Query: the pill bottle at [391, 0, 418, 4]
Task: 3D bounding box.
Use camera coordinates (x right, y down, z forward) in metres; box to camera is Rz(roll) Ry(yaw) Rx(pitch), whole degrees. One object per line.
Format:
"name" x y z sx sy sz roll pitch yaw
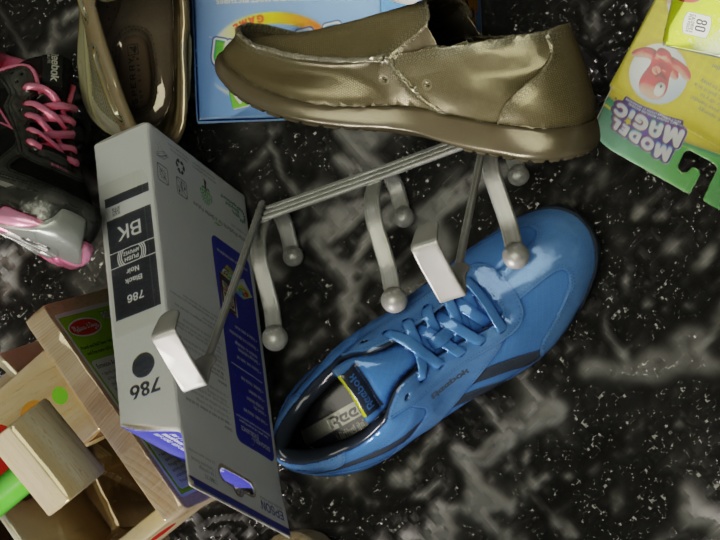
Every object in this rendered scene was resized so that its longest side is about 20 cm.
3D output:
"pill bottle" 0.050 -0.228 1.022 0.111 0.111 0.201 33 80 13

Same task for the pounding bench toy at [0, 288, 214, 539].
"pounding bench toy" -0.170 0.110 1.127 0.156 0.200 0.125 -39 83 18

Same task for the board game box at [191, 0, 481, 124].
"board game box" -0.015 -0.178 1.126 0.150 0.037 0.202 0 95 20

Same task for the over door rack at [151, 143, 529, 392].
"over door rack" 0.000 0.000 1.059 0.147 0.200 0.067 -20 104 19

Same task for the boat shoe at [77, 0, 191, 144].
"boat shoe" -0.117 -0.159 1.121 0.072 0.065 0.201 -12 113 -21

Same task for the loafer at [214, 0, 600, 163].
"loafer" 0.024 -0.100 1.058 0.199 0.076 0.068 11 103 21

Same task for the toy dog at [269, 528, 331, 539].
"toy dog" -0.045 0.234 1.141 0.096 0.132 0.201 -29 57 30

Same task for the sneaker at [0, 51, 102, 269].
"sneaker" -0.175 -0.068 1.137 0.096 0.079 0.200 -58 33 2

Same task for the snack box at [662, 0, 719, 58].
"snack box" 0.240 -0.179 0.973 0.168 0.068 0.201 16 101 16

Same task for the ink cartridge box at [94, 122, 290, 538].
"ink cartridge box" -0.085 0.034 1.099 0.039 0.099 0.201 -21 59 20

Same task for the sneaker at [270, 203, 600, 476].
"sneaker" 0.037 0.041 1.112 0.200 0.078 0.066 -38 81 18

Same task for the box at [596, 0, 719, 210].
"box" 0.205 -0.125 1.050 0.117 0.048 0.201 31 103 13
